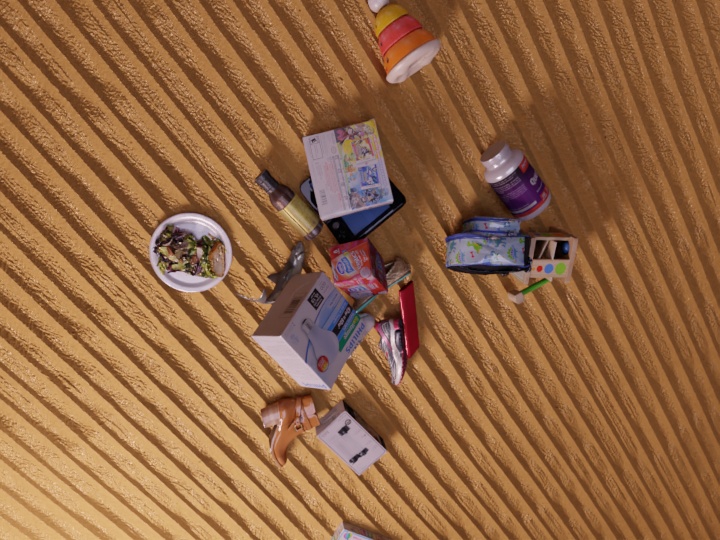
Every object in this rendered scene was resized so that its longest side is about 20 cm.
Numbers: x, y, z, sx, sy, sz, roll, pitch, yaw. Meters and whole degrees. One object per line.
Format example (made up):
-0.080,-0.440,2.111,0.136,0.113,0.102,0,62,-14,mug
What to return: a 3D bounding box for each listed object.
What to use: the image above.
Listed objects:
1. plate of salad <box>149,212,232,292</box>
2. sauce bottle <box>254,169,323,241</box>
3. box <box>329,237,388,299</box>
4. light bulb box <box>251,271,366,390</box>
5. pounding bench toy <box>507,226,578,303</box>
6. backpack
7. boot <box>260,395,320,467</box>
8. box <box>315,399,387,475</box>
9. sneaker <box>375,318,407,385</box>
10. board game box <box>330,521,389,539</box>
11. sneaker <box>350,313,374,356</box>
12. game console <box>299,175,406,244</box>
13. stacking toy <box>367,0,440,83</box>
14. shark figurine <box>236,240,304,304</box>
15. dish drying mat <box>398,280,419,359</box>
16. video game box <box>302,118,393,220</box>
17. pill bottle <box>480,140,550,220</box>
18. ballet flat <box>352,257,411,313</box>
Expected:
-0.415,-0.039,1.332,0.196,0.048,0.204,-4,110,-11,plate of salad
-0.175,-0.162,1.333,0.065,0.065,0.200,-41,112,4,sauce bottle
0.000,0.000,1.338,0.098,0.200,0.097,-12,75,11,box
-0.118,0.145,1.313,0.201,0.124,0.200,51,55,-29,light bulb box
0.492,-0.008,1.496,0.153,0.124,0.204,0,109,-13,pounding bench toy
0.321,-0.062,1.417,0.196,0.183,0.150,-1,86,-8,backpack
-0.188,0.451,1.542,0.152,0.077,0.204,-14,104,-11,boot
-0.028,0.488,1.587,0.116,0.060,0.200,-41,111,4,box
0.090,0.225,1.522,0.073,0.081,0.204,-1,110,17,sneaker
-0.007,0.896,1.743,0.198,0.034,0.136,29,100,-19,board game box
-0.035,0.192,1.453,0.198,0.080,0.077,-34,137,-15,sneaker
-0.018,-0.184,1.331,0.199,0.173,0.119,-38,144,3,game console
0.078,-0.549,1.244,0.145,0.146,0.202,-32,93,0,stacking toy
-0.215,0.032,1.371,0.088,0.215,0.130,17,137,25,shark figurine
0.134,0.136,1.503,0.018,0.077,0.204,4,113,28,dish drying mat
-0.029,-0.239,1.300,0.179,0.047,0.204,-13,87,3,video game box
0.396,-0.233,1.405,0.112,0.113,0.200,-42,112,4,pill bottle
0.043,0.035,1.456,0.199,0.071,0.066,-37,86,-1,ballet flat
